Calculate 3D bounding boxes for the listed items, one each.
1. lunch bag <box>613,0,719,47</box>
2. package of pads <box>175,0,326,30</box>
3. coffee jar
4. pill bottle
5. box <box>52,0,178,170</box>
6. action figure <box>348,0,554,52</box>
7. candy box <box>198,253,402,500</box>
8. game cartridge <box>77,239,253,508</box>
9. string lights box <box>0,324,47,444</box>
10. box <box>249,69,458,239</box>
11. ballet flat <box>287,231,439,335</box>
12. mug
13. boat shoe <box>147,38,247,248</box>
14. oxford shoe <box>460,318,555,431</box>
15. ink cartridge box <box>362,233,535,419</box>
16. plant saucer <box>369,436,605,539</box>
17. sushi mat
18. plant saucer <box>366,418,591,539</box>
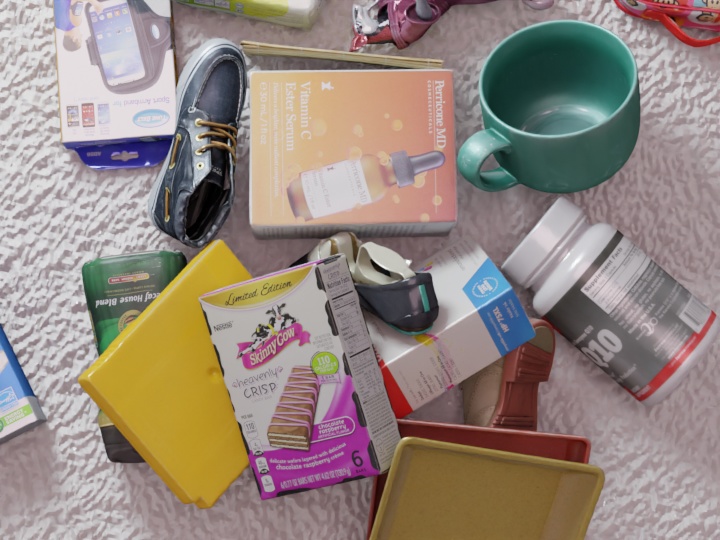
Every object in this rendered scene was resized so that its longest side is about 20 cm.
[{"bbox_3d":[0.356,-0.311,1.668,0.199,0.082,0.177,9,84,-2],"label":"lunch bag"},{"bbox_3d":[-0.096,-0.351,1.662,0.154,0.068,0.201,11,84,0],"label":"package of pads"},{"bbox_3d":[-0.209,0.085,1.602,0.104,0.085,0.201,-8,85,-3],"label":"coffee jar"},{"bbox_3d":[0.241,0.027,1.612,0.200,0.114,0.114,40,84,3],"label":"pill bottle"},{"bbox_3d":[-0.243,-0.203,1.655,0.118,0.041,0.201,-5,82,-3],"label":"box"},{"bbox_3d":[0.069,-0.280,1.664,0.200,0.134,0.149,-41,130,6],"label":"action figure"},{"bbox_3d":[-0.053,0.098,1.523,0.136,0.061,0.201,-17,92,29],"label":"candy box"},{"bbox_3d":[-0.146,0.100,1.566,0.200,0.032,0.177,-47,109,-30],"label":"game cartridge"},{"bbox_3d":[-0.396,0.079,1.609,0.102,0.059,0.201,-27,85,-3],"label":"string lights box"},{"bbox_3d":[-0.009,-0.112,1.620,0.199,0.106,0.153,-2,84,-2],"label":"box"},{"bbox_3d":[0.000,0.000,1.577,0.073,0.200,0.073,-17,116,-37],"label":"ballet flat"},{"bbox_3d":[0.181,-0.148,1.616,0.184,0.115,0.153,-11,53,5],"label":"mug"},{"bbox_3d":[-0.143,-0.121,1.603,0.071,0.091,0.201,12,100,-30],"label":"boat shoe"},{"bbox_3d":[0.131,0.136,1.629,0.071,0.074,0.201,15,95,-44],"label":"oxford shoe"},{"bbox_3d":[0.052,0.063,1.590,0.200,0.116,0.067,-31,124,-2],"label":"ink cartridge box"},{"bbox_3d":[0.103,0.242,1.535,0.199,0.048,0.201,11,113,-12],"label":"plant saucer"},{"bbox_3d":[-0.020,-0.211,1.636,0.199,0.096,0.012,5,96,-2],"label":"sushi mat"},{"bbox_3d":[0.107,0.228,1.587,0.199,0.037,0.200,5,115,-2],"label":"plant saucer"}]
